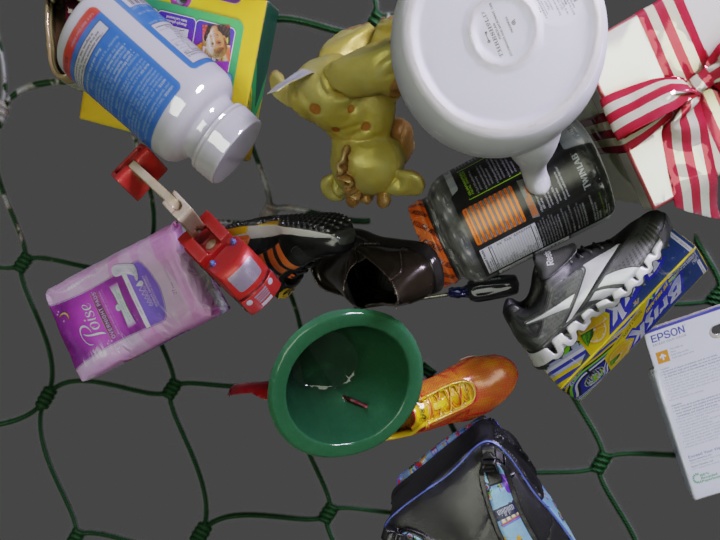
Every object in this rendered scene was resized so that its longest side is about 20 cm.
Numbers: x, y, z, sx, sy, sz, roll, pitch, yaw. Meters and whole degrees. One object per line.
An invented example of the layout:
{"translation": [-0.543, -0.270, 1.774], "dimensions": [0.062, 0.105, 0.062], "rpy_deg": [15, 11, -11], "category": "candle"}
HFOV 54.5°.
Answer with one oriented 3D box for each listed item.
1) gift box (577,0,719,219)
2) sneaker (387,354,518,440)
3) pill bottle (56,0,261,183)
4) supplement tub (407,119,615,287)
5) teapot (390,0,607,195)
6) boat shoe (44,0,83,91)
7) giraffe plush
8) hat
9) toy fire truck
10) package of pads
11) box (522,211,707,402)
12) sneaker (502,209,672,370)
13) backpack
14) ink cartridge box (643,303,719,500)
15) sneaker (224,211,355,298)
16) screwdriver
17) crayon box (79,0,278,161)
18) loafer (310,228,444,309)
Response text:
{"translation": [0.316, -0.164, 0.678], "dimensions": [0.182, 0.187, 0.203], "rpy_deg": [-32, 91, 10], "category": "gift box"}
{"translation": [0.091, 0.155, 0.804], "dimensions": [0.195, 0.077, 0.075], "rpy_deg": [-23, 92, 8], "category": "sneaker"}
{"translation": [-0.202, -0.186, 0.723], "dimensions": [0.199, 0.112, 0.113], "rpy_deg": [41, 100, 0], "category": "pill bottle"}
{"translation": [0.156, -0.069, 0.743], "dimensions": [0.196, 0.123, 0.125], "rpy_deg": [-26, 93, 10], "category": "supplement tub"}
{"translation": [0.113, -0.195, 0.620], "dimensions": [0.192, 0.146, 0.206], "rpy_deg": [17, 93, 2], "category": "teapot"}
{"translation": [-0.326, -0.315, 0.804], "dimensions": [0.071, 0.066, 0.207], "rpy_deg": [1, 97, 7], "category": "boat shoe"}
{"translation": [0.008, -0.157, 0.744], "dimensions": [0.198, 0.171, 0.165], "rpy_deg": [-33, 119, -19], "category": "giraffe plush"}
{"translation": [-0.048, 0.097, 0.800], "dimensions": [0.194, 0.176, 0.171], "rpy_deg": [-4, 108, -17], "category": "hat"}
{"translation": [-0.172, -0.046, 0.723], "dimensions": [0.049, 0.199, 0.142], "rpy_deg": [-45, 131, -10], "category": "toy fire truck"}
{"translation": [-0.266, 0.035, 0.836], "dimensions": [0.196, 0.076, 0.123], "rpy_deg": [-25, 91, 10], "category": "package of pads"}
{"translation": [0.275, 0.041, 0.758], "dimensions": [0.201, 0.064, 0.070], "rpy_deg": [-50, 48, 11], "category": "box"}
{"translation": [0.222, 0.003, 0.708], "dimensions": [0.090, 0.067, 0.200], "rpy_deg": [42, 104, -5], "category": "sneaker"}
{"translation": [0.145, 0.295, 0.783], "dimensions": [0.182, 0.135, 0.201], "rpy_deg": [-41, 90, 10], "category": "backpack"}
{"translation": [0.429, 0.127, 0.773], "dimensions": [0.194, 0.041, 0.206], "rpy_deg": [-19, 94, 10], "category": "ink cartridge box"}
{"translation": [-0.075, -0.013, 0.778], "dimensions": [0.196, 0.069, 0.093], "rpy_deg": [4, 106, 43], "category": "sneaker"}
{"translation": [0.087, 0.026, 0.813], "dimensions": [0.193, 0.028, 0.030], "rpy_deg": [-4, 66, 9], "category": "screwdriver"}
{"translation": [-0.208, -0.236, 0.803], "dimensions": [0.194, 0.058, 0.178], "rpy_deg": [15, 100, 5], "category": "crayon box"}
{"translation": [0.000, 0.000, 0.750], "dimensions": [0.070, 0.197, 0.075], "rpy_deg": [-28, 107, -34], "category": "loafer"}
